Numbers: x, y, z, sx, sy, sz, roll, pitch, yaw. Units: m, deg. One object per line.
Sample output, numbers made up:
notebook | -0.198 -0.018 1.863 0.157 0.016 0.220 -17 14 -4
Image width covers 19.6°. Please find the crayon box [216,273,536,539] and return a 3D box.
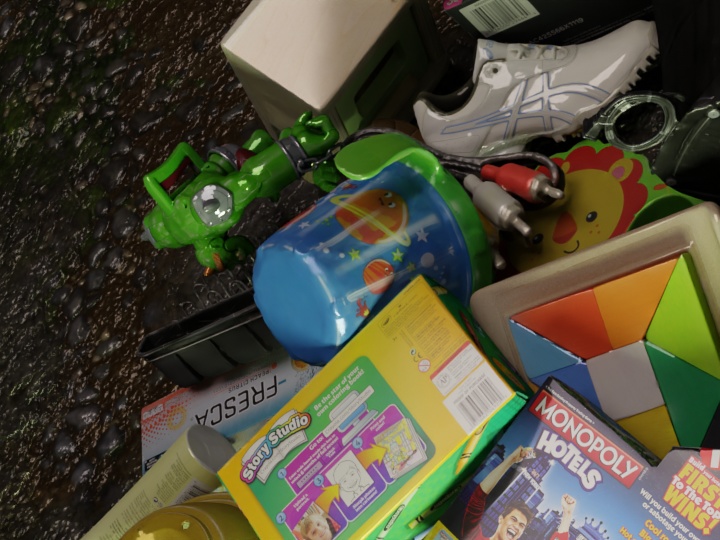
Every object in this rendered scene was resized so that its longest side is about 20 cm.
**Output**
crayon box | 0.013 0.116 1.380 0.200 0.058 0.119 -44 55 8

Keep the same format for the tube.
tube | -0.167 0.198 1.578 0.200 0.052 0.058 -50 55 25

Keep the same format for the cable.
cable | 0.068 -0.075 1.508 0.097 0.050 0.200 -46 53 -12

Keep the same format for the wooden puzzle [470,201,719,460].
wooden puzzle | 0.174 0.074 1.351 0.199 0.037 0.186 -22 83 32

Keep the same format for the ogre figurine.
ogre figurine | -0.099 -0.062 1.592 0.120 0.099 0.199 -33 25 -26

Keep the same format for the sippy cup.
sippy cup | 0.000 0.000 1.446 0.130 0.179 0.139 -28 12 -33

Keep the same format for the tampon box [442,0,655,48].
tampon box | 0.155 -0.268 1.590 0.149 0.126 0.201 -22 51 29

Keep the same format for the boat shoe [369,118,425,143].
boat shoe | 0.046 -0.022 1.577 0.069 0.070 0.201 -55 43 38

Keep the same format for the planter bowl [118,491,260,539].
planter bowl | -0.120 0.225 1.436 0.199 0.083 0.202 -17 52 23

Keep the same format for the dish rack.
dish rack | -0.072 0.004 1.616 0.153 0.055 0.200 -22 25 36

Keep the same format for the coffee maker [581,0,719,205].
coffee maker | 0.248 -0.158 1.389 0.135 0.191 0.201 -37 41 40

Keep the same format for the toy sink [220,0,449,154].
toy sink | -0.011 -0.161 1.655 0.112 0.200 0.131 35 80 18

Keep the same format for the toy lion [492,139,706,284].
toy lion | 0.172 -0.016 1.466 0.199 0.069 0.193 -17 46 33

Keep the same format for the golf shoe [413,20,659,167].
golf shoe | 0.128 -0.139 1.539 0.199 0.097 0.078 -34 13 17

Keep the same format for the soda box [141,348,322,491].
soda box | -0.074 0.107 1.592 0.199 0.063 0.069 -27 48 27

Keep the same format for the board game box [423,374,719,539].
board game box | 0.166 0.168 1.297 0.200 0.062 0.200 42 96 32
